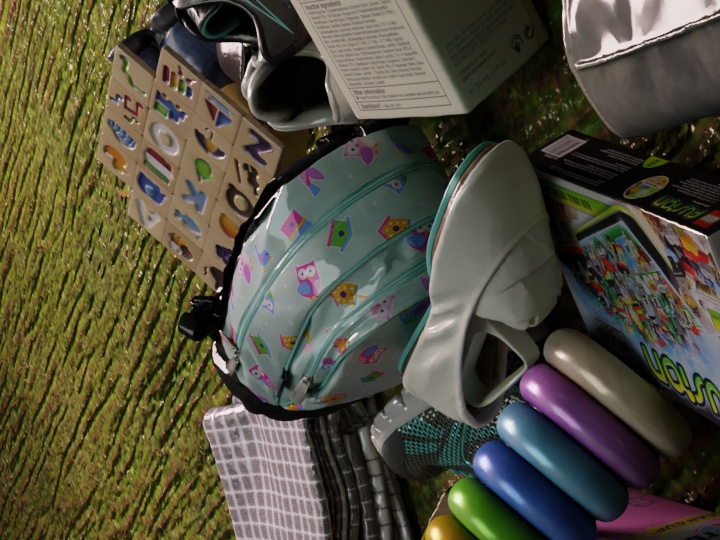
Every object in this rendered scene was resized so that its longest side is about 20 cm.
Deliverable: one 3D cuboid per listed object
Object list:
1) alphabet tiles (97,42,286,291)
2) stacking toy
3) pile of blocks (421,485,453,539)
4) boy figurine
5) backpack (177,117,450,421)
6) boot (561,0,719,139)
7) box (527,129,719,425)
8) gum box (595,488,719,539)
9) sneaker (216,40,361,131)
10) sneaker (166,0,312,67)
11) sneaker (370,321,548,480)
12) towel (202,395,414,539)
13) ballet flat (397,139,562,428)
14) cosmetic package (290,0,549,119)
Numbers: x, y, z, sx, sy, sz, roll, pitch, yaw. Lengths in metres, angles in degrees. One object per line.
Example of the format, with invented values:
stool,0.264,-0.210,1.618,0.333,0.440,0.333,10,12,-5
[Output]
alphabet tiles,-0.104,-0.057,1.112,0.166,0.006,0.200,40,149,9
stacking toy,0.068,0.129,0.812,0.085,0.201,0.085,38,179,1
pile of blocks,0.053,0.211,1.077,0.062,0.082,0.201,28,145,9
boy figurine,-0.081,-0.090,1.153,0.201,0.124,0.064,52,-166,3
backpack,0.000,0.000,0.970,0.127,0.166,0.200,49,153,12
boot,0.157,-0.075,0.689,0.199,0.072,0.184,-12,81,59
box,0.138,0.006,0.744,0.111,0.034,0.200,65,171,-17
gum box,0.152,0.222,0.846,0.113,0.066,0.203,9,106,57
sneaker,-0.047,-0.125,1.029,0.199,0.088,0.075,13,125,53
sneaker,-0.095,-0.185,0.989,0.199,0.080,0.075,29,171,28
sneaker,0.067,0.095,0.985,0.092,0.077,0.200,61,155,16
towel,-0.033,0.176,1.229,0.165,0.085,0.202,-6,99,64
ballet flat,0.065,0.014,0.830,0.070,0.069,0.201,60,158,27
cosmetic package,0.001,-0.179,0.859,0.103,0.073,0.201,6,131,54
